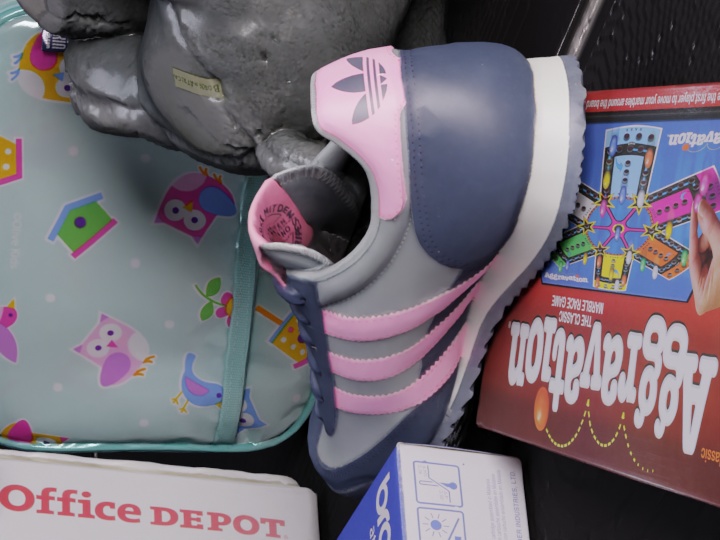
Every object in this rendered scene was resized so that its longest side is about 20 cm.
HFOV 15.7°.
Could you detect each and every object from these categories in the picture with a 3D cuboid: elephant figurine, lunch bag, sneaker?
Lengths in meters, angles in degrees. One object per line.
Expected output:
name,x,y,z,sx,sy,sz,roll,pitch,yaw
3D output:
elephant figurine,-0.008,-0.124,0.886,0.141,0.200,0.155,-6,112,53
lunch bag,-0.081,-0.027,1.023,0.077,0.160,0.200,-106,21,-66
sneaker,0.000,0.000,0.780,0.200,0.082,0.070,113,158,-48

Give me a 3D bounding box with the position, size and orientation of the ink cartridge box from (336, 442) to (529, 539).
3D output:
ink cartridge box,0.022,0.161,0.768,0.094,0.044,0.200,118,154,-49

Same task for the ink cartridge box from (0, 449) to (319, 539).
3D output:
ink cartridge box,-0.090,0.176,0.974,0.088,0.145,0.200,118,154,-52

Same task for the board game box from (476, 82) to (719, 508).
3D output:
board game box,0.075,0.003,0.697,0.200,0.019,0.103,-172,88,-75
